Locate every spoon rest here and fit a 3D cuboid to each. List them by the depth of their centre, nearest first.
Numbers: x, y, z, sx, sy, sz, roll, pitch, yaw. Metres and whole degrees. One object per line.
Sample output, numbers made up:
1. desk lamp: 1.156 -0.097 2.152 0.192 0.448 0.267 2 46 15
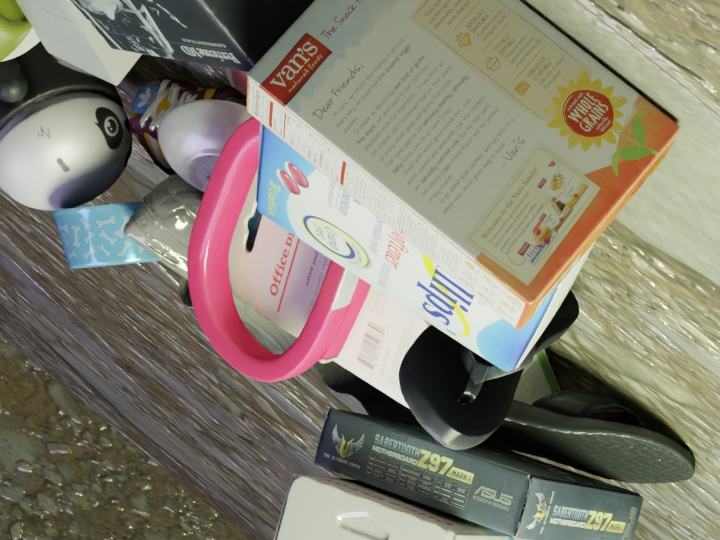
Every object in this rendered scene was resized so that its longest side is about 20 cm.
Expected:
1. spoon rest: -0.062 -0.068 1.601 0.200 0.061 0.099 34 140 -25

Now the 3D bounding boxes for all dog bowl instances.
1. dog bowl: -0.159 -0.032 1.753 0.111 0.200 0.050 -4 91 45

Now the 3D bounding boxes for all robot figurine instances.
1. robot figurine: -0.264 -0.145 1.765 0.125 0.150 0.200 -52 55 41

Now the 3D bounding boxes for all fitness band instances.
1. fitness band: -0.054 -0.018 1.493 0.144 0.037 0.200 43 126 29

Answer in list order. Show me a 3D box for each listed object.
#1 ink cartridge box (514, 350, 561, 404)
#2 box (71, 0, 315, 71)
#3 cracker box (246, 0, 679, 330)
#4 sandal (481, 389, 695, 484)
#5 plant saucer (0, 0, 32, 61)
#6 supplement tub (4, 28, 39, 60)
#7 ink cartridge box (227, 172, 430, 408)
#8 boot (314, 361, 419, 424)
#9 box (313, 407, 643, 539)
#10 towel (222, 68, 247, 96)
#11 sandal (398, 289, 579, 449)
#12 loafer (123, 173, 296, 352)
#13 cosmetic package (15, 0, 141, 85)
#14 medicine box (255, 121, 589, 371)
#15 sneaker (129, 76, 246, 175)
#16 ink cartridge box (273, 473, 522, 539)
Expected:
1. ink cartridge box: 0.080 0.047 1.627 0.104 0.059 0.200 31 162 34
2. box: -0.125 -0.230 1.237 0.197 0.124 0.200 47 164 -29
3. cracker box: 0.054 -0.083 1.176 0.200 0.134 0.058 40 165 8
4. sandal: 0.154 0.111 1.588 0.200 0.048 0.075 15 153 -1
5. plant saucer: -0.255 -0.240 1.474 0.031 0.201 0.200 -2 149 15
6. supplement tub: -0.329 -0.248 1.650 0.200 0.144 0.145 29 161 39
7. ink cartridge box: 0.000 0.000 1.524 0.200 0.117 0.067 31 -157 32
8. boot: -0.022 0.016 1.728 0.188 0.068 0.200 44 -167 -47
9. box: 0.089 0.158 1.623 0.200 0.051 0.158 15 180 40
10. towel: -0.046 -0.134 1.488 0.200 0.030 0.146 33 163 29
11. sandal: 0.086 0.044 1.401 0.076 0.200 0.043 39 130 2
12. loafer: -0.111 0.004 1.695 0.200 0.070 0.070 49 -173 -37
13. cosmetic package: -0.193 -0.227 1.444 0.074 0.102 0.200 26 159 27
14. medicine box: 0.046 -0.053 1.293 0.200 0.103 0.182 33 162 7
15. sneaker: -0.140 -0.114 1.692 0.090 0.075 0.200 36 165 -4
16. ink cartridge box: 0.043 0.215 1.624 0.147 0.086 0.200 16 -178 30
